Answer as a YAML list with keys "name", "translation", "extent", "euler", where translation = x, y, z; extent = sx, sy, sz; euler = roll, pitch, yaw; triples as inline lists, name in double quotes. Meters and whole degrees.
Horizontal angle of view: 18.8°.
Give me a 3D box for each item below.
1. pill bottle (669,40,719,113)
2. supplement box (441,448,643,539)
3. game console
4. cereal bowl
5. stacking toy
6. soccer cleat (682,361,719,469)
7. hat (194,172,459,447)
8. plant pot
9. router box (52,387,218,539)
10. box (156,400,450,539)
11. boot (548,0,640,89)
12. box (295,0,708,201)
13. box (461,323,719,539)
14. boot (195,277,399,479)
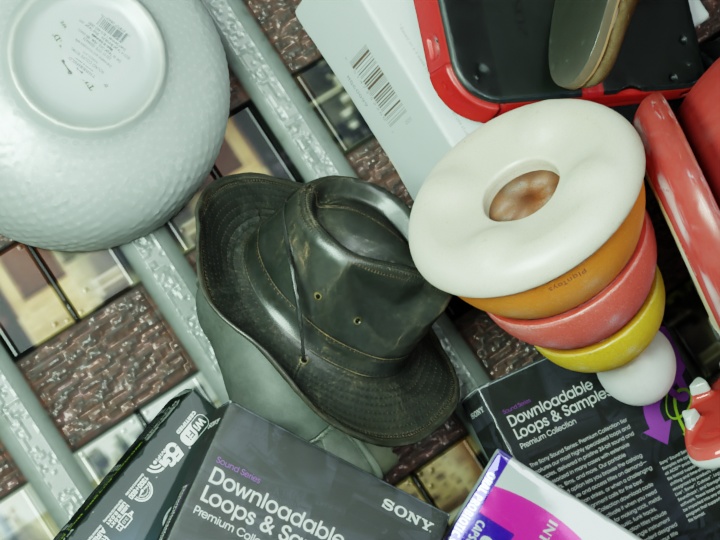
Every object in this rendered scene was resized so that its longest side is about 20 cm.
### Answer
- name: "pill bottle"
  translation: [0.309, -0.129, 1.426]
  extent: [0.199, 0.112, 0.112]
  euler: [-17, 83, -19]
- name: "supplement box"
  translation: [0.136, 0.198, 1.237]
  extent: [0.200, 0.103, 0.101]
  euler: [31, 85, 6]
- name: "game console"
  translation: [0.111, -0.193, 1.317]
  extent: [0.176, 0.031, 0.201]
  euler: [-8, 81, -23]
- name: "cereal bowl"
  translation: [-0.171, -0.116, 1.300]
  extent: [0.199, 0.083, 0.201]
  euler: [3, 77, -14]
- name: "stacking toy"
  translation: [0.129, 0.013, 1.275]
  extent: [0.146, 0.146, 0.200]
  euler: [-50, 130, -20]
- name: "soccer cleat"
  translation: [0.259, 0.081, 1.353]
  extent: [0.200, 0.068, 0.085]
  euler: [-47, 119, -52]
- name: "hat"
  translation: [0.000, 0.000, 1.279]
  extent: [0.200, 0.081, 0.201]
  euler: [31, 33, -23]
- name: "plant pot"
  translation: [0.267, -0.055, 1.275]
  extent: [0.182, 0.200, 0.201]
  euler: [-24, 84, 9]
- name: "router box"
  translation: [-0.104, 0.188, 1.201]
  extent: [0.150, 0.062, 0.200]
  euler: [41, 73, -8]
- name: "box"
  translation: [-0.052, 0.189, 1.157]
  extent: [0.143, 0.036, 0.201]
  euler: [28, 68, -12]
- name: "boot"
  translation: [0.168, -0.186, 1.287]
  extent: [0.075, 0.074, 0.201]
  euler: [30, 66, -23]
- name: "box"
  translation: [0.088, -0.163, 1.372]
  extent: [0.200, 0.106, 0.153]
  euler: [-30, 87, -20]
- name: "box"
  translation: [0.167, 0.139, 1.345]
  extent: [0.143, 0.036, 0.201]
  euler: [-22, 82, -26]
- name: "boot"
  translation: [-0.096, 0.123, 1.282]
  extent: [0.200, 0.073, 0.182]
  euler: [-41, 89, -14]
